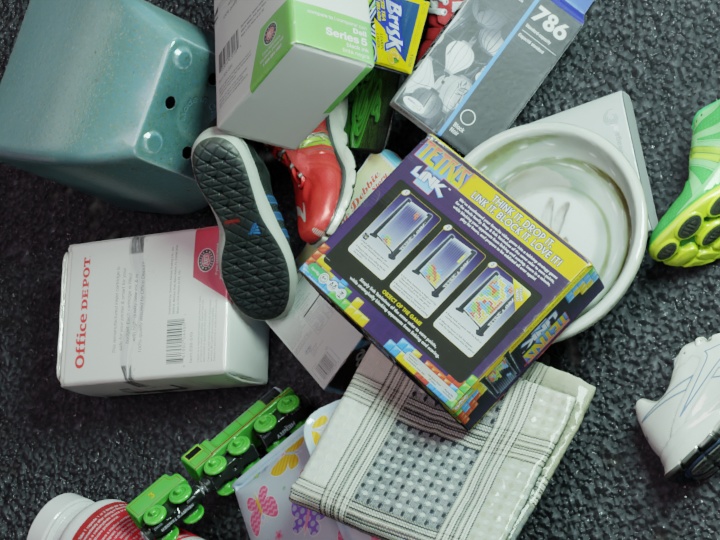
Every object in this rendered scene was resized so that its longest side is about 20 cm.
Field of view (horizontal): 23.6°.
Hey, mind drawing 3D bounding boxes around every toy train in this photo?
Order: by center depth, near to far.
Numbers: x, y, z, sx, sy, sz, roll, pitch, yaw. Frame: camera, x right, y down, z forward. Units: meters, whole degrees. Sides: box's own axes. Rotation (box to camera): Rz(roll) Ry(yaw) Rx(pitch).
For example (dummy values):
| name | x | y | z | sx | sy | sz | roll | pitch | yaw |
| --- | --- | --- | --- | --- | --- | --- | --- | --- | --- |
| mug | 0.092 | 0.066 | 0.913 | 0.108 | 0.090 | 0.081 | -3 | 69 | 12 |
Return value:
| name | x | y | z | sx | sy | sz | roll | pitch | yaw |
| --- | --- | --- | --- | --- | --- | --- | --- | --- | --- |
| toy train | -0.130 | 0.176 | 1.581 | 0.200 | 0.042 | 0.056 | -39 | 38 | -19 |

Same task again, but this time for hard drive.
| name | x | y | z | sx | sy | sz | roll | pitch | yaw |
| --- | --- | --- | --- | --- | --- | --- | --- | --- | --- |
| hard drive | 0.157 | -0.066 | 1.528 | 0.200 | 0.026 | 0.132 | -19 | 69 | 26 |

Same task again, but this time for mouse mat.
| name | x | y | z | sx | sy | sz | roll | pitch | yaw |
| --- | --- | --- | --- | --- | --- | --- | --- | --- | --- |
| mouse mat | 0.005 | -0.210 | 1.608 | 0.161 | 0.008 | 0.201 | 12 | 92 | 62 |

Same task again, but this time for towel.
| name | x | y | z | sx | sy | sz | roll | pitch | yaw |
| --- | --- | --- | --- | --- | --- | --- | --- | --- | --- |
| towel | 0.067 | 0.136 | 1.403 | 0.192 | 0.035 | 0.200 | 18 | 60 | 27 |

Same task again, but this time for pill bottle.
| name | x | y | z | sx | sy | sz | roll | pitch | yaw |
| --- | --- | --- | --- | --- | --- | --- | --- | --- | --- |
| pill bottle | -0.214 | 0.282 | 1.608 | 0.200 | 0.112 | 0.113 | 19 | 88 | 32 |

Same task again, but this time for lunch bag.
| name | x | y | z | sx | sy | sz | roll | pitch | yaw |
| --- | --- | --- | --- | --- | --- | --- | --- | --- | --- |
| lunch bag | 0.002 | 0.206 | 1.473 | 0.200 | 0.127 | 0.170 | -38 | 53 | 26 |

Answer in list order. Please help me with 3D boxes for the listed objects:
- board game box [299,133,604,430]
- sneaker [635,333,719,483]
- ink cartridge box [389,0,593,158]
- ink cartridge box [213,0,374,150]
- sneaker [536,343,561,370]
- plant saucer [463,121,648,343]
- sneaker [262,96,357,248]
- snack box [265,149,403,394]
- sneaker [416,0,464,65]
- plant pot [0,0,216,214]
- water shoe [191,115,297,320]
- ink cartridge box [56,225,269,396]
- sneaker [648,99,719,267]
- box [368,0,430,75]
| name | x | y | z | sx | sy | sz | roll | pitch | yaw |
| --- | --- | --- | --- | --- | --- | --- | --- | --- | --- |
| board game box | 0.073 | 0.007 | 1.424 | 0.165 | 0.057 | 0.200 | -45 | 58 | -4 |
| sneaker | 0.299 | 0.079 | 1.383 | 0.200 | 0.074 | 0.087 | -45 | 55 | 13 |
| ink cartridge box | 0.123 | -0.199 | 1.527 | 0.099 | 0.039 | 0.200 | 35 | 87 | -6 |
| ink cartridge box | -0.063 | -0.232 | 1.509 | 0.145 | 0.084 | 0.200 | -42 | 44 | 48 |
| sneaker | 0.113 | 0.135 | 1.479 | 0.088 | 0.074 | 0.200 | 2 | 69 | 30 |
| plant saucer | 0.153 | -0.026 | 1.467 | 0.200 | 0.050 | 0.201 | -9 | 68 | 23 |
| sneaker | -0.059 | -0.108 | 1.584 | 0.077 | 0.085 | 0.200 | -45 | 40 | 42 |
| snack box | 0.000 | 0.000 | 1.580 | 0.200 | 0.037 | 0.116 | -54 | 54 | 16 |
| sneaker | 0.080 | -0.273 | 1.565 | 0.200 | 0.112 | 0.071 | -60 | 28 | 0 |
| plant pot | -0.207 | -0.160 | 1.636 | 0.200 | 0.196 | 0.197 | 16 | 86 | 49 |
| water shoe | -0.095 | -0.050 | 1.572 | 0.071 | 0.200 | 0.079 | -4 | 31 | 17 |
| ink cartridge box | -0.190 | 0.043 | 1.670 | 0.200 | 0.085 | 0.146 | -5 | 75 | 27 |
| sneaker | 0.307 | -0.089 | 1.430 | 0.200 | 0.074 | 0.084 | -55 | 33 | 11 |
| box | -0.015 | -0.228 | 1.577 | 0.200 | 0.064 | 0.070 | 26 | 102 | 62 |
